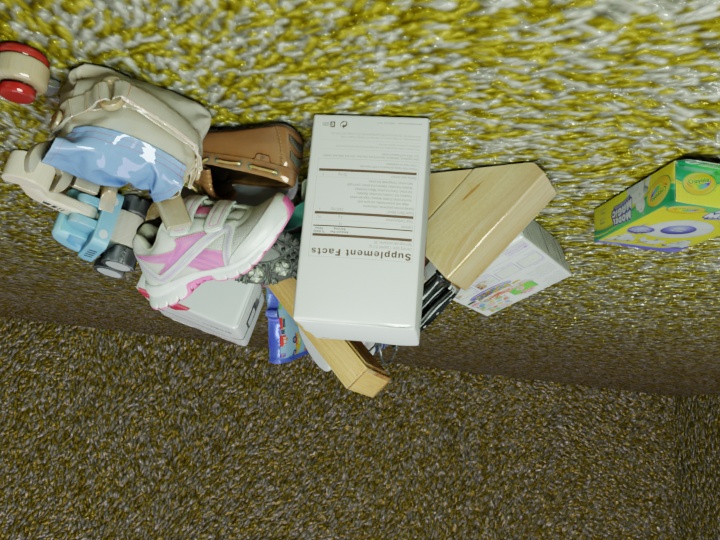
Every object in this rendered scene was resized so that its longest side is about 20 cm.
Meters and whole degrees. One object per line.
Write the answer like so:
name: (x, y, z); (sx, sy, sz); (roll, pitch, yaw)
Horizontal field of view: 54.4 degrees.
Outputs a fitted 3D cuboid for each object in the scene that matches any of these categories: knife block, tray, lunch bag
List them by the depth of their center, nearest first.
knife block: (0.116, -0.020, 0.789); (0.195, 0.181, 0.064); (-2, 166, 29)
tray: (-0.047, 0.061, 0.847); (0.037, 0.201, 0.099); (-42, 156, 4)
lunch bag: (-0.110, 0.061, 1.160); (0.091, 0.155, 0.200); (2, -175, 13)

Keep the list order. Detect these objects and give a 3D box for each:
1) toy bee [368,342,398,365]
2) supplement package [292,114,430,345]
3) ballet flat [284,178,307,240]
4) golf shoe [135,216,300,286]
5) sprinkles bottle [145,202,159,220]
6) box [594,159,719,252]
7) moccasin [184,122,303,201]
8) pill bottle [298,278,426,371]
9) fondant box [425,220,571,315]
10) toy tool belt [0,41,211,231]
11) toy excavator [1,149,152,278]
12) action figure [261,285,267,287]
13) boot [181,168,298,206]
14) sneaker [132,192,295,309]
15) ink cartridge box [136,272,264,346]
toy bee: (0.000, 0.000, 0.883); (0.106, 0.204, 0.132); (3, 147, 32)
supplement package: (0.008, -0.036, 0.708); (0.116, 0.206, 0.121); (4, 168, 7)
ballet flat: (-0.068, -0.071, 0.862); (0.197, 0.072, 0.067); (-20, 166, 33)
golf shoe: (-0.158, -0.037, 0.818); (0.194, 0.079, 0.088); (8, -161, 0)
sprinkles bottle: (-0.260, -0.049, 1.060); (0.066, 0.070, 0.200); (4, 167, 4)
box: (0.358, -0.069, 0.777); (0.114, 0.050, 0.200); (6, 165, -7)
moccasin: (-0.152, -0.106, 0.750); (0.196, 0.080, 0.074); (1, 167, 19)
pill bottle: (0.015, 0.054, 0.981); (0.197, 0.113, 0.111); (-29, 180, -22)
fondant box: (0.188, -0.009, 0.962); (0.142, 0.060, 0.198); (-29, 151, 25)
toy tool belt: (-0.240, -0.115, 0.644); (0.196, 0.127, 0.124); (14, 164, -32)
toy excavator: (-0.390, -0.079, 0.958); (0.196, 0.102, 0.193); (22, 159, -27)
action figure: (-0.092, -0.050, 0.994); (0.131, 0.152, 0.201); (-14, 157, -28)
boot: (-0.133, -0.097, 0.833); (0.196, 0.076, 0.095); (4, 177, 34)
sneaker: (-0.160, -0.036, 0.721); (0.196, 0.089, 0.082); (-25, -159, 17)
ink cartridge box: (-0.219, 0.035, 0.999); (0.142, 0.085, 0.200); (21, 166, -1)
